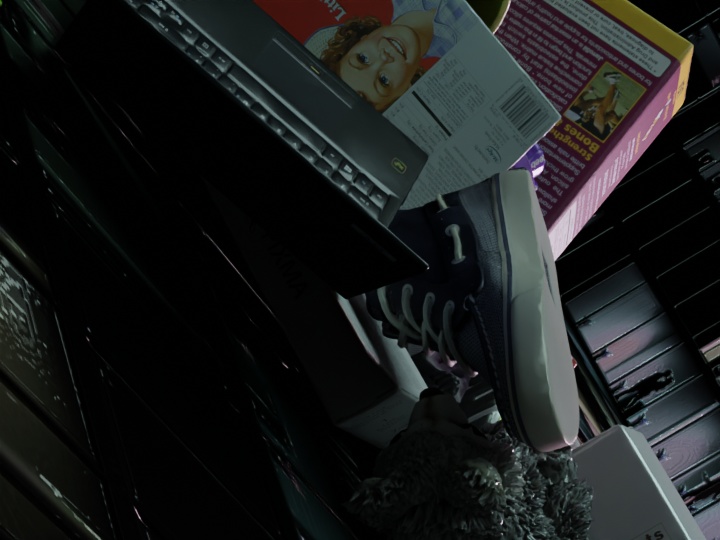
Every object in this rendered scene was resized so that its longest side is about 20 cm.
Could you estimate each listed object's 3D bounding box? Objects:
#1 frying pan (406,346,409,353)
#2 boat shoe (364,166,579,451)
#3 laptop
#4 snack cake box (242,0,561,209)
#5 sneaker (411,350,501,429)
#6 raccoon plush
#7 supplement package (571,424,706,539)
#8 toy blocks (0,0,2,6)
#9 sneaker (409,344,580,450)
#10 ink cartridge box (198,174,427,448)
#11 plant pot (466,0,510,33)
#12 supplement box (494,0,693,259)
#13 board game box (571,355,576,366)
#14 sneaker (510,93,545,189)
[{"bbox_3d":[0.006,0.015,1.216,0.115,0.031,0.190,67,-6,-20],"label":"frying pan"},{"bbox_3d":[0.049,0.026,1.023,0.200,0.093,0.075,-89,162,-60],"label":"boat shoe"},{"bbox_3d":[-0.036,-0.083,0.954,0.177,0.103,0.200,41,38,-9],"label":"laptop"},{"bbox_3d":[0.001,-0.117,1.130,0.200,0.115,0.067,47,0,-30],"label":"snack cake box"},{"bbox_3d":[0.070,0.098,1.267,0.200,0.078,0.090,-75,140,-78],"label":"sneaker"},{"bbox_3d":[0.070,0.149,1.004,0.200,0.097,0.134,60,15,5],"label":"raccoon plush"},{"bbox_3d":[0.158,0.205,1.229,0.200,0.120,0.121,60,8,13],"label":"supplement package"},{"bbox_3d":[-0.122,-0.183,0.838,0.100,0.137,0.200,59,7,4],"label":"toy blocks"},{"bbox_3d":[0.062,0.067,1.426,0.200,0.073,0.112,53,-6,-15],"label":"sneaker"},{"bbox_3d":[-0.040,-0.014,1.085,0.200,0.045,0.176,61,6,19],"label":"ink cartridge box"},{"bbox_3d":[0.007,-0.246,1.245,0.187,0.187,0.200,53,36,-41],"label":"plant pot"},{"bbox_3d":[0.115,-0.095,1.437,0.131,0.200,0.103,38,-12,14],"label":"supplement box"},{"bbox_3d":[0.058,0.007,1.448,0.200,0.019,0.103,27,-21,51],"label":"board game box"},{"bbox_3d":[0.064,-0.057,1.293,0.200,0.088,0.081,-65,154,-45],"label":"sneaker"}]
